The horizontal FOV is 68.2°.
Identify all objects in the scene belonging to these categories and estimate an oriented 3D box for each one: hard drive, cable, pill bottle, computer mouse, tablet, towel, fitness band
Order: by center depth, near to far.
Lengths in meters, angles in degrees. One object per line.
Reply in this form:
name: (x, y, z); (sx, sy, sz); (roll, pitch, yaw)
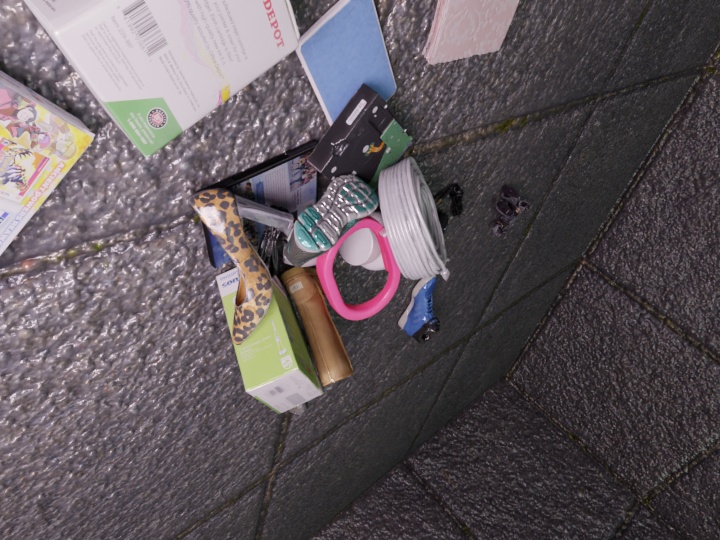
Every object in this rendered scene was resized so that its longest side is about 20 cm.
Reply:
tablet: (-0.013, -0.282, 0.749); (0.130, 0.014, 0.200); (-45, 152, -7)
towel: (0.189, -0.431, 0.834); (0.199, 0.032, 0.192); (-26, 146, -36)
hard drive: (0.007, -0.193, 0.845); (0.140, 0.038, 0.200); (-52, 159, 10)
computer mouse: (-0.092, -0.042, 0.848); (0.199, 0.044, 0.111); (-5, 112, -64)
cable: (0.088, -0.085, 0.898); (0.069, 0.202, 0.200); (-14, 165, 17)
fitness band: (0.000, 0.000, 0.908); (0.143, 0.037, 0.201); (-34, 134, -16)
pill bottle: (0.049, -0.059, 1.028); (0.199, 0.112, 0.113); (-6, 132, -53)
computer mouse: (0.177, -0.106, 1.227); (0.200, 0.046, 0.141); (-42, 154, -12)

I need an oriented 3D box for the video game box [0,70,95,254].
video game box: (-0.363, -0.089, 0.447); (0.200, 0.047, 0.182); (-49, 151, 2)

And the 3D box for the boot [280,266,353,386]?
boot: (-0.065, 0.097, 0.946); (0.066, 0.202, 0.175); (-27, 170, 17)

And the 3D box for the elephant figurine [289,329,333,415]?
elephant figurine: (-0.129, 0.179, 1.075); (0.155, 0.140, 0.202); (-58, 159, -65)

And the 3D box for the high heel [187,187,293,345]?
high heel: (-0.183, -0.004, 0.711); (0.141, 0.071, 0.202); (15, 95, -32)

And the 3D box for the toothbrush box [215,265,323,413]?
toothbrush box: (-0.142, 0.104, 0.843); (0.085, 0.201, 0.146); (-22, 152, 0)

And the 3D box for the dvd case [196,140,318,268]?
dvd case: (-0.143, -0.099, 0.792); (0.199, 0.018, 0.143); (-32, 148, -28)

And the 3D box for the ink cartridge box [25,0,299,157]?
ink cartridge box: (-0.169, -0.230, 0.491); (0.200, 0.087, 0.146); (-40, 153, -12)

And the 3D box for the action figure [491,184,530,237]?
action figure: (0.418, -0.159, 1.495); (0.131, 0.069, 0.200); (-53, 156, -1)

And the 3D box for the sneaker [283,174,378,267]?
sneaker: (-0.048, -0.074, 0.794); (0.200, 0.078, 0.091); (-42, 178, -44)

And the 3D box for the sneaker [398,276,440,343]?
sneaker: (0.185, 0.111, 1.451); (0.076, 0.111, 0.201); (-14, 138, -47)
